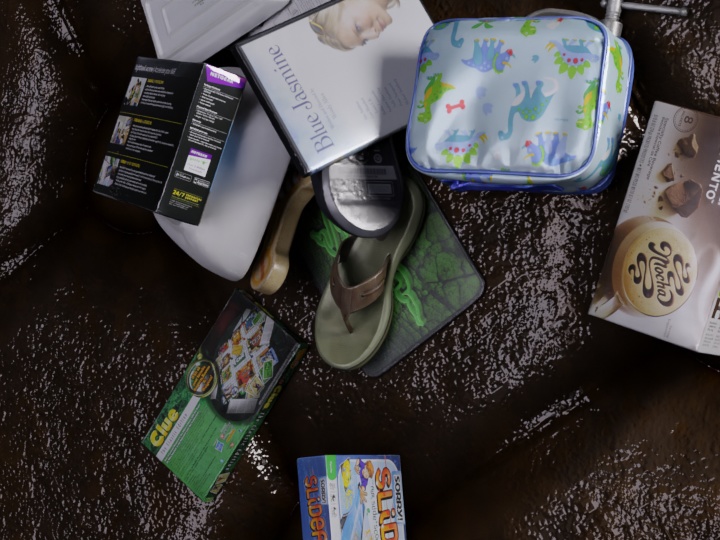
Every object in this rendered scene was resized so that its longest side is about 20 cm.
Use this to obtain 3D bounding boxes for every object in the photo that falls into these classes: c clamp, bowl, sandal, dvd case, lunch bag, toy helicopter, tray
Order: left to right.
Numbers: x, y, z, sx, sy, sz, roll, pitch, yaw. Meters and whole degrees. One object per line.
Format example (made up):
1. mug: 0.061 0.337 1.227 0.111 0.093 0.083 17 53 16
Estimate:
1. tray: -0.158 -0.281 1.833 0.200 0.022 0.108 -27 74 39
2. bowl: -0.148 -0.108 1.794 0.200 0.075 0.200 -68 27 10
3. toy helicopter: -0.077 -0.070 1.785 0.132 0.079 0.200 -13 57 56
4. dvd case: -0.006 -0.191 1.698 0.143 0.200 0.018 61 157 4
5. sandal: -0.001 -0.001 1.744 0.080 0.057 0.201 21 94 29
6. lunch bag: 0.144 -0.149 1.635 0.200 0.082 0.161 3 82 30
7. c clamp: 0.199 -0.167 1.666 0.171 0.027 0.200 18 94 31

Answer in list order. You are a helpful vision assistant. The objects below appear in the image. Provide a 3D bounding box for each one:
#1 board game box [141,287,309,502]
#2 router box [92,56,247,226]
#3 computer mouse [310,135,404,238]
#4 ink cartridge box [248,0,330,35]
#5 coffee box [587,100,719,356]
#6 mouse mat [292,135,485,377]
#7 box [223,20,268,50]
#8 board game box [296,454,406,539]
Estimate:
1. board game box: -0.142 0.129 1.846 0.105 0.023 0.200 39 105 26
2. router box: -0.190 -0.130 1.747 0.200 0.051 0.149 19 91 63
3. computer mouse: -0.007 -0.122 1.724 0.053 0.138 0.200 -31 58 59
4. ink cartridge box: -0.057 -0.320 1.783 0.200 0.050 0.161 -48 61 40
5. coffee box: 0.292 -0.037 1.563 0.113 0.080 0.200 21 96 33
6. mouse mat: 0.021 -0.014 1.771 0.161 0.008 0.200 -40 65 22
7. box: -0.077 -0.292 1.837 0.200 0.046 0.159 21 96 32
8. board game box: -0.003 0.275 1.680 0.034 0.135 0.200 -10 81 31
